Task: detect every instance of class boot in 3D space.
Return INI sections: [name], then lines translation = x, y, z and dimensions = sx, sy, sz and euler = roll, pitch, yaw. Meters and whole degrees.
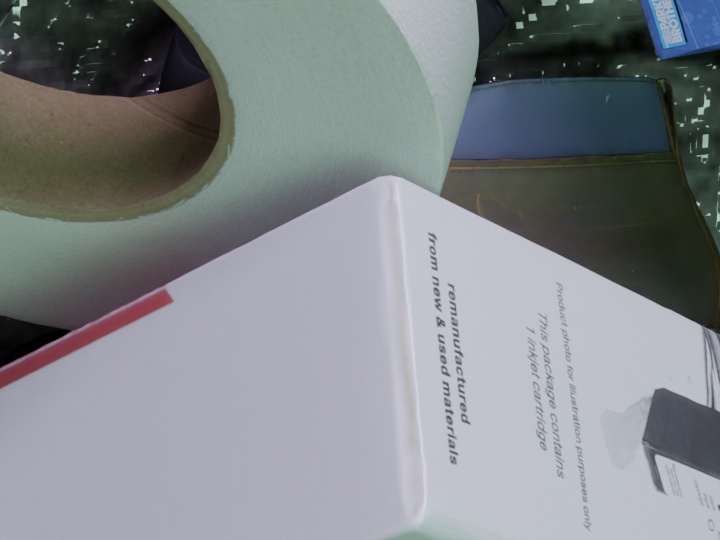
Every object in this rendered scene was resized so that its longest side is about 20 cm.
[boot]
translation = 0.000, 0.000, 0.773
dimensions = 0.199, 0.075, 0.097
euler = -1, 77, -15

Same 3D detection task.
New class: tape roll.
[tape roll]
translation = -0.075, -0.056, 0.641
dimensions = 0.203, 0.203, 0.037
euler = 38, 53, -28

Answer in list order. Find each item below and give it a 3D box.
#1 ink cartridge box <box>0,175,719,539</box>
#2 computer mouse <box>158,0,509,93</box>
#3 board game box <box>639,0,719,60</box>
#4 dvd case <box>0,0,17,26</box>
[ink cartridge box]
translation = 0.024, 0.069, 0.696
dimensions = 0.200, 0.144, 0.084
euler = 25, 51, -42
[computer mouse]
translation = 0.035, -0.077, 0.768
dimensions = 0.200, 0.059, 0.034
euler = -27, 130, -22
[board game box]
translation = 0.105, -0.149, 0.720
dimensions = 0.200, 0.034, 0.136
euler = -40, 115, -52
[dvd case]
translation = -0.169, -0.023, 0.618
dimensions = 0.146, 0.200, 0.022
euler = 5, 59, -26
